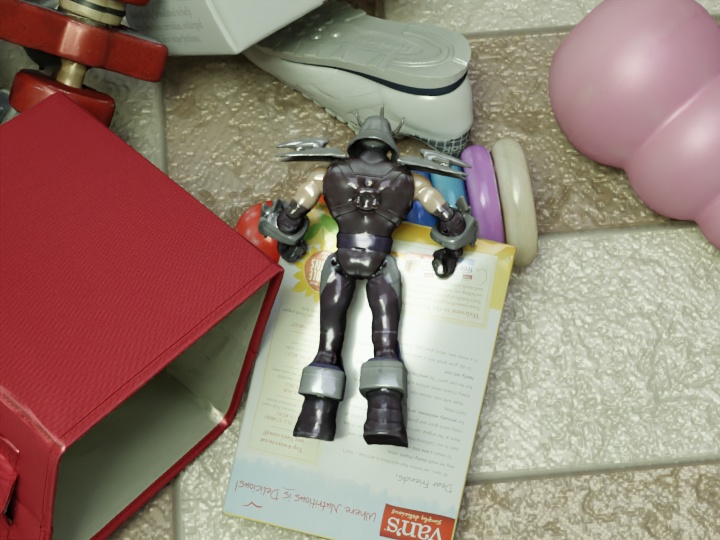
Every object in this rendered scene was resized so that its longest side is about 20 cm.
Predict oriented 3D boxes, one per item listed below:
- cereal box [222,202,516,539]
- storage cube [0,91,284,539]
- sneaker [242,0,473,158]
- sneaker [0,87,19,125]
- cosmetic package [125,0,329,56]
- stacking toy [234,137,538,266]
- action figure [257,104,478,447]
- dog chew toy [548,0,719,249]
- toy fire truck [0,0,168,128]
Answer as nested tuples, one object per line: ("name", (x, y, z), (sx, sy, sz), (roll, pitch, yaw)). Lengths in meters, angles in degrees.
("cereal box", (0.006, 0.068, 0.821), (0.143, 0.040, 0.201), (13, 87, 6))
("storage cube", (-0.179, 0.039, 0.769), (0.180, 0.171, 0.200), (38, 51, 13))
("sneaker", (-0.011, -0.135, 0.926), (0.199, 0.081, 0.076), (25, 54, 32))
("sneaker", (-0.257, -0.125, 0.904), (0.200, 0.075, 0.116), (37, 30, -23))
("cosmetic package", (-0.072, -0.260, 0.885), (0.200, 0.165, 0.166), (-35, 112, -20))
("stacking toy", (0.014, -0.032, 0.883), (0.199, 0.085, 0.086), (-9, 66, 3))
("action figure", (0.000, 0.000, 0.776), (0.129, 0.069, 0.201), (4, 82, 13))
("dog chew toy", (0.219, -0.092, 0.885), (0.124, 0.125, 0.200), (-39, 79, -16))
("toy fire truck", (-0.230, -0.169, 0.839), (0.168, 0.199, 0.113), (35, 109, 49))
